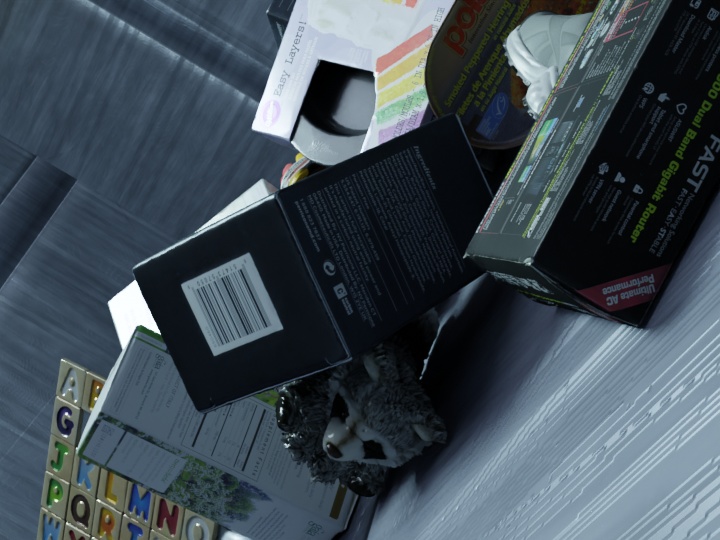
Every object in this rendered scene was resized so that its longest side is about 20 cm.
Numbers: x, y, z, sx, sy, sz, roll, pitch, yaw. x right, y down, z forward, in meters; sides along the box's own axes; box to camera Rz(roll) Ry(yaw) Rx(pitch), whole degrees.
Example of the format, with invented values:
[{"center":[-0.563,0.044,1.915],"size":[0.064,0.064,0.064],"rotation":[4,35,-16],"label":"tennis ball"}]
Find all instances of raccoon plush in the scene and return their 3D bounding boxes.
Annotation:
[{"center":[0.021,0.057,0.862],"size":[0.134,0.096,0.202],"rotation":[-40,20,49],"label":"raccoon plush"}]

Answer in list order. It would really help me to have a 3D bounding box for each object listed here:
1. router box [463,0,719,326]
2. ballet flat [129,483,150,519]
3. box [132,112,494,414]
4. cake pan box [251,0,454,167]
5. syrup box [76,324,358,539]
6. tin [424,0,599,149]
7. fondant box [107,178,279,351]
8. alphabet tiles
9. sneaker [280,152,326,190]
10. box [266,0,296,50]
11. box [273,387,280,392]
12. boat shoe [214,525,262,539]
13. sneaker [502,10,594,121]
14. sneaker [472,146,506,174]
[{"center":[0.136,-0.076,0.642],"size":[0.202,0.062,0.150],"rotation":[-61,8,-1],"label":"router box"},{"center":[-0.144,0.232,1.083],"size":[0.070,0.202,0.066],"rotation":[-18,30,11],"label":"ballet flat"},{"center":[-0.020,-0.007,0.842],"size":[0.147,0.108,0.199],"rotation":[-23,5,42],"label":"box"},{"center":[0.011,-0.179,1.081],"size":[0.183,0.052,0.203],"rotation":[21,91,41],"label":"cake pan box"},{"center":[-0.100,0.131,0.951],"size":[0.079,0.198,0.082],"rotation":[-51,16,51],"label":"syrup box"},{"center":[0.124,-0.189,0.976],"size":[0.202,0.111,0.042],"rotation":[-59,7,9],"label":"tin"},{"center":[-0.127,0.035,1.177],"size":[0.199,0.058,0.145],"rotation":[-38,52,14],"label":"fondant box"},{"center":[-0.191,0.183,1.051],"size":[0.007,0.198,0.170],"rotation":[-5,-71,-53],"label":"alphabet tiles"},{"center":[0.024,-0.088,1.147],"size":[0.197,0.079,0.082],"rotation":[-19,10,4],"label":"sneaker"},{"center":[0.024,-0.208,1.250],"size":[0.105,0.180,0.200],"rotation":[-62,-16,-15],"label":"box"},{"center":[-0.096,0.143,1.214],"size":[0.157,0.050,0.200],"rotation":[-34,-6,-22],"label":"box"},{"center":[-0.075,0.191,1.066],"size":[0.199,0.072,0.069],"rotation":[-30,-44,-86],"label":"boat shoe"},{"center":[0.144,-0.132,0.820],"size":[0.080,0.074,0.201],"rotation":[-48,17,17],"label":"sneaker"},{"center":[0.105,-0.125,1.063],"size":[0.198,0.060,0.106],"rotation":[-25,65,28],"label":"sneaker"}]
